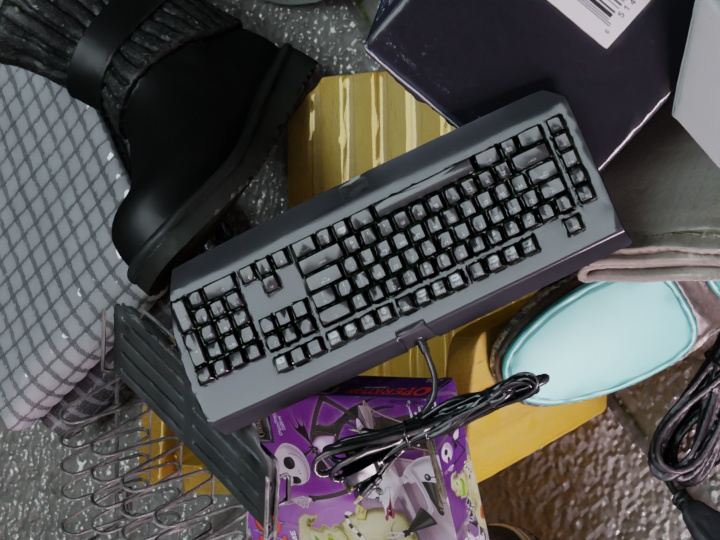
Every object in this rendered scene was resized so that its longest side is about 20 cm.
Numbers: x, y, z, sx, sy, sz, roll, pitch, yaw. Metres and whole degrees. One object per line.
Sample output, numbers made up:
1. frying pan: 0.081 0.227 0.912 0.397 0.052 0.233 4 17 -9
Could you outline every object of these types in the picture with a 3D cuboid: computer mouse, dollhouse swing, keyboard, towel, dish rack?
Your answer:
1. computer mouse: 0.213 0.091 1.121 0.200 0.046 0.141 40 104 34
2. dollhouse swing: 0.000 0.000 1.228 0.199 0.181 0.177 -2 103 37
3. keyboard: 0.020 0.018 1.061 0.199 0.021 0.128 -26 80 12
4. towel: -0.163 -0.032 1.399 0.166 0.085 0.201 -45 57 29
5. towel: 0.177 -0.068 1.122 0.132 0.035 0.200 1 46 36
6. dish rack: -0.092 0.122 1.169 0.153 0.054 0.201 40 140 36

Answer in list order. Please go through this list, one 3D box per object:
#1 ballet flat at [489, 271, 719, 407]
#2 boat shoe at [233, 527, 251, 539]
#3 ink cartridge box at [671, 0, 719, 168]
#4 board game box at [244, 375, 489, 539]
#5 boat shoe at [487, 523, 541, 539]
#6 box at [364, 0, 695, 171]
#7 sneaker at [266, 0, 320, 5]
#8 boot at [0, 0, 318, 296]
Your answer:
1. ballet flat: 0.150 -0.002 1.150 0.199 0.068 0.075 -28 26 9
2. boat shoe: -0.062 0.171 1.300 0.200 0.070 0.071 -37 63 26
3. ink cartridge box: 0.252 -0.080 1.026 0.146 0.199 0.088 52 157 29
4. board game box: 0.008 0.143 1.139 0.120 0.032 0.201 2 112 40
5. boat shoe: 0.036 0.220 1.220 0.073 0.068 0.200 28 100 36
6. box: 0.112 -0.164 1.127 0.123 0.199 0.200 39 111 -8
7. sneaker: 0.000 -0.212 1.325 0.200 0.073 0.115 -17 34 52
8. boot: -0.123 -0.088 1.280 0.157 0.211 0.080 33 124 -5
